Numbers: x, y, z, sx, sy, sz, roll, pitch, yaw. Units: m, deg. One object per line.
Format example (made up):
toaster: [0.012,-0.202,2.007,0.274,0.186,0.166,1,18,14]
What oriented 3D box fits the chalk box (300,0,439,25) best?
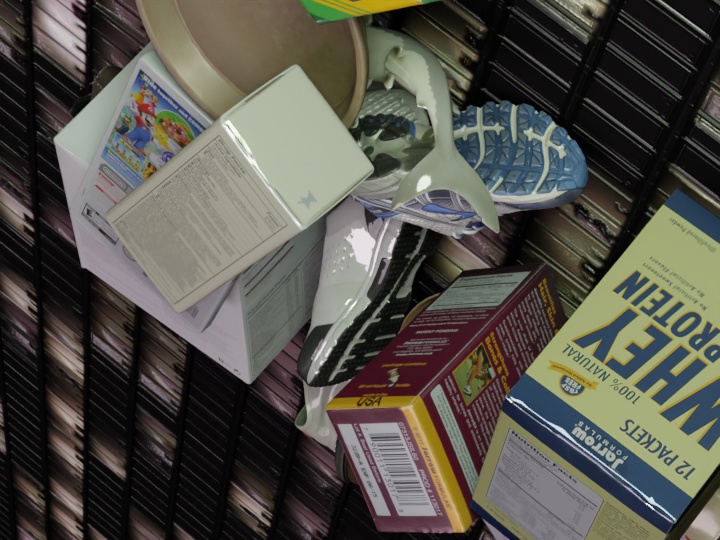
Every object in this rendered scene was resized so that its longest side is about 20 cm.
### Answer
chalk box: [0.028,-0.236,1.297,0.124,0.125,0.200,51,154,-21]

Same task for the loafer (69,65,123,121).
loafer: [-0.219,-0.126,1.953,0.071,0.073,0.200,47,149,3]

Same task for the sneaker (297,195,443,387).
sneaker: [0.000,0.000,1.728,0.080,0.201,0.074,40,-157,30]

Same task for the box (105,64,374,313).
box: [-0.086,-0.052,1.520,0.095,0.078,0.200,54,146,-5]

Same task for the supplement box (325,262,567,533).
supplement box: [0.076,0.092,1.645,0.085,0.200,0.111,-5,117,40]

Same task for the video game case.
video game case: [-0.136,-0.055,1.656,0.143,0.018,0.200,43,141,7]

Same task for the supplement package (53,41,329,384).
supplement package: [-0.123,-0.053,1.814,0.191,0.147,0.200,33,155,18]

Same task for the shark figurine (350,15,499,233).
shark figurine: [0.040,-0.122,1.515,0.089,0.129,0.214,14,-162,-39]

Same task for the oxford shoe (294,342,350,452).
oxford shoe: [-0.018,0.060,1.845,0.057,0.075,0.201,13,116,3]

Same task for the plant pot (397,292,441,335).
plant pot: [0.117,0.098,1.784,0.199,0.027,0.201,22,130,28]

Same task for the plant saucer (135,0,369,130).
plant saucer: [-0.070,-0.172,1.490,0.199,0.029,0.201,26,137,27]

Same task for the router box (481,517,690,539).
router box: [0.215,0.219,1.760,0.179,0.049,0.200,-16,124,24]

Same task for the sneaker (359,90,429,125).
sneaker: [-0.042,-0.143,1.647,0.199,0.076,0.105,21,-163,-5]

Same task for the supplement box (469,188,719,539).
supplement box: [0.192,0.094,1.502,0.134,0.200,0.200,36,157,13]

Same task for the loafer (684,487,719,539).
loafer: [0.256,0.166,1.629,0.199,0.068,0.076,25,125,-9]

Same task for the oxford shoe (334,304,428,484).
oxford shoe: [0.038,0.121,1.794,0.084,0.073,0.200,39,137,8]

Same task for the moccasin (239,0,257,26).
moccasin: [-0.080,-0.245,1.523,0.068,0.080,0.201,6,125,36]

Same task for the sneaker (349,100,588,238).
sneaker: [0.075,-0.065,1.561,0.199,0.077,0.085,6,150,33]
